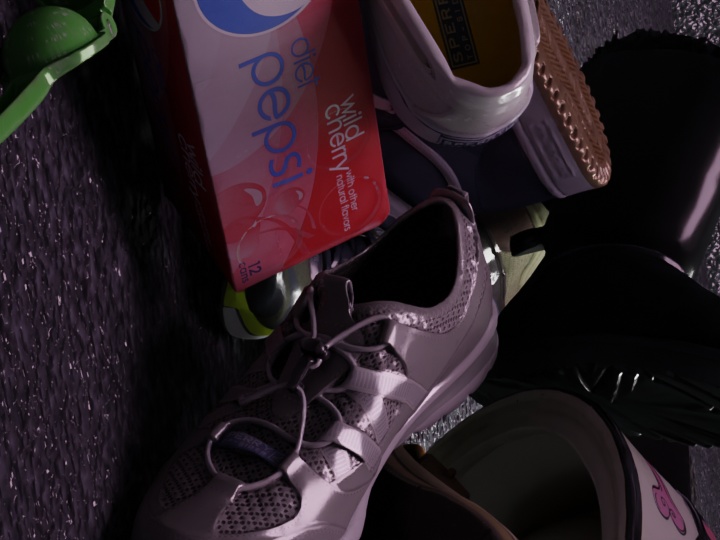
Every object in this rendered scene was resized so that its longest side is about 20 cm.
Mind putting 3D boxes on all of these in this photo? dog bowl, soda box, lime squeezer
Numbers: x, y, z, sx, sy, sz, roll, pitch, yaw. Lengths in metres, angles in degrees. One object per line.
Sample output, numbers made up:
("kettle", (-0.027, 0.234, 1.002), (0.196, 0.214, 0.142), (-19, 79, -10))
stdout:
("dog bowl", (0.061, 0.149, 0.969), (0.074, 0.200, 0.201), (31, 42, -24))
("soda box", (-0.042, -0.091, 0.870), (0.063, 0.070, 0.200), (51, -20, 42))
("lime squeezer", (-0.098, -0.089, 0.788), (0.071, 0.038, 0.201), (66, 23, -53))

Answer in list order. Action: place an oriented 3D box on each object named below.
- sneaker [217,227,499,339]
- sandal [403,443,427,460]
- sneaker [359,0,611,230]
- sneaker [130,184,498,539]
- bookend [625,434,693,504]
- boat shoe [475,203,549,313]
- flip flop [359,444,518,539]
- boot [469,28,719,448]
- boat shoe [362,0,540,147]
("sneaker", (0.000, 0.000, 1.048), (0.200, 0.081, 0.074), (29, 60, -66))
("sandal", (0.016, 0.113, 1.132), (0.200, 0.054, 0.081), (67, 31, -57))
("sneaker", (0.009, -0.100, 0.972), (0.200, 0.108, 0.070), (62, 23, -23))
("sneaker", (-0.018, 0.039, 0.896), (0.200, 0.075, 0.082), (-49, 148, -44))
("bookend", (0.098, 0.173, 1.244), (0.199, 0.092, 0.200), (-82, -179, -55))
("boat shoe", (0.045, 0.000, 1.185), (0.072, 0.066, 0.201), (57, -17, 13))
("flip flop", (0.016, 0.099, 0.959), (0.057, 0.200, 0.081), (28, 94, -34))
("boot", (0.124, -0.016, 1.009), (0.073, 0.198, 0.163), (31, 75, -24))
("boat shoe", (0.013, -0.144, 0.856), (0.086, 0.074, 0.203), (132, -57, -77))
